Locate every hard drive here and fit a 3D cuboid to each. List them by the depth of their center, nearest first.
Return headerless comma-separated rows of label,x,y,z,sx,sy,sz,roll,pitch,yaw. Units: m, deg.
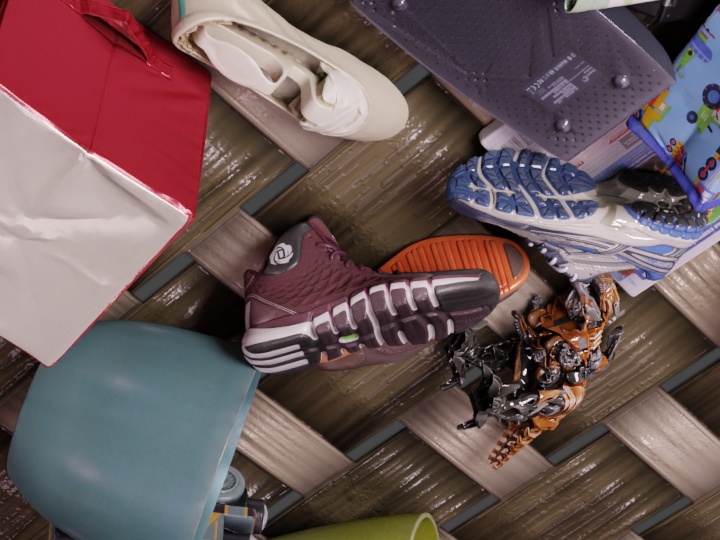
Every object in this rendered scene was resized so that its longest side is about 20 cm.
hard drive,0.106,-0.168,1.051,0.199,0.042,0.135,34,142,-15

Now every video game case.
video game case,0.207,-0.079,1.169,0.143,0.018,0.200,-36,120,22

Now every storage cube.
storage cube,-0.223,-0.080,1.055,0.171,0.180,0.200,35,120,-25

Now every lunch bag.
lunch bag,0.312,-0.125,1.076,0.199,0.094,0.151,-3,140,-43

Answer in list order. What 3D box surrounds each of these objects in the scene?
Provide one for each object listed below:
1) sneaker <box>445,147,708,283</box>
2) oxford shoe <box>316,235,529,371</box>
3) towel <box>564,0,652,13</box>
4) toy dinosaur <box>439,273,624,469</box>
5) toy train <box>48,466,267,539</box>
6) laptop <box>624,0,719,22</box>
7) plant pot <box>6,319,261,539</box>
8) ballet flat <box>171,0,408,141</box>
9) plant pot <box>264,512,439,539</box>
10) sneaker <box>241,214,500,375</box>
sneaker,0.156,-0.029,1.150,0.199,0.077,0.085,10,130,-9
oxford shoe,0.044,0.029,1.227,0.199,0.072,0.073,-18,150,12
towel,0.228,-0.239,0.965,0.199,0.023,0.153,-13,134,-29
toy dinosaur,0.145,0.088,1.253,0.135,0.102,0.201,2,107,-24
toy train,-0.180,0.221,1.324,0.199,0.114,0.086,9,127,-8
laptop,0.213,-0.278,1.025,0.199,0.116,0.188,-12,133,-29
plant pot,-0.182,0.130,1.211,0.160,0.201,0.201,20,125,-1
ballet flat,-0.050,-0.136,1.088,0.199,0.070,0.070,29,121,-22
plant pot,-0.040,0.306,1.370,0.199,0.188,0.188,1,128,14
sneaker,0.000,0.000,1.166,0.199,0.116,0.076,-13,148,1
